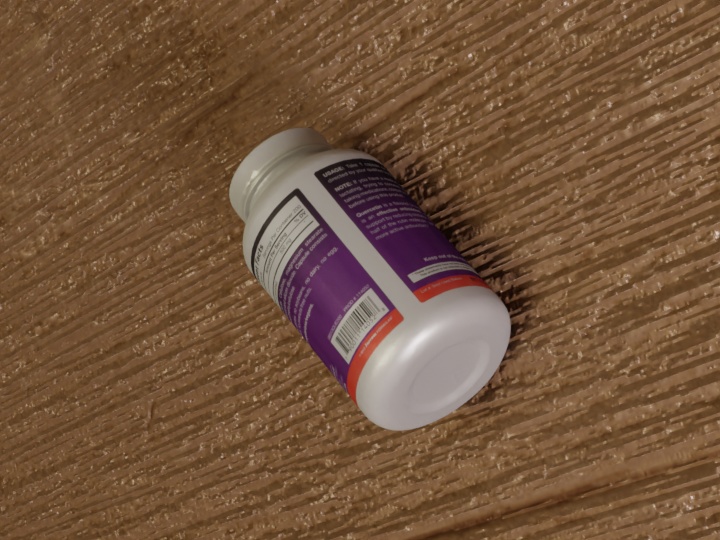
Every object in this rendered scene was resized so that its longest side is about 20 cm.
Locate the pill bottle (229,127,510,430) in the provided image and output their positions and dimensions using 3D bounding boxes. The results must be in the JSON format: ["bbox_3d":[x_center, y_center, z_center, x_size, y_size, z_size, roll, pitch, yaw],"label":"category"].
[{"bbox_3d":[0.000,0.000,1.474,0.200,0.112,0.113,51,135,31],"label":"pill bottle"}]
